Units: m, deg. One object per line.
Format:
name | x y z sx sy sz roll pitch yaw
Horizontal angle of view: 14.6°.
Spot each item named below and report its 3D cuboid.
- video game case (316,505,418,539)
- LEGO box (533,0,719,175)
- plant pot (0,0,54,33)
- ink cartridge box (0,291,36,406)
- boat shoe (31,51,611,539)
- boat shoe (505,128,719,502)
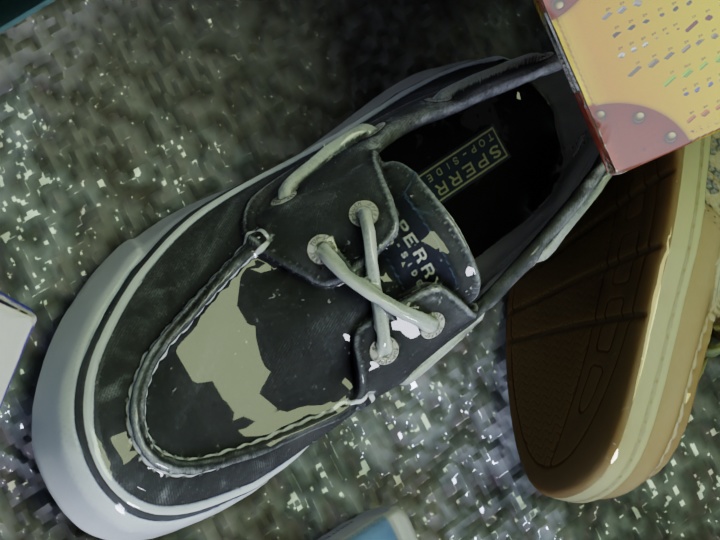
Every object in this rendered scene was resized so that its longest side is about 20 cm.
video game case | -0.015 0.188 0.712 0.182 0.022 0.200 -30 98 -37
LEGO box | 0.129 -0.127 0.735 0.149 0.200 0.077 -103 168 -58
plant pot | -0.134 -0.162 0.626 0.141 0.141 0.200 -3 79 -37
ink cartridge box | -0.159 0.043 0.583 0.136 0.076 0.200 28 75 -30
boat shoe | 0.000 0.000 0.734 0.200 0.068 0.072 -35 102 -37
boat shoe | 0.093 -0.023 0.806 0.063 0.073 0.200 26 65 -27
